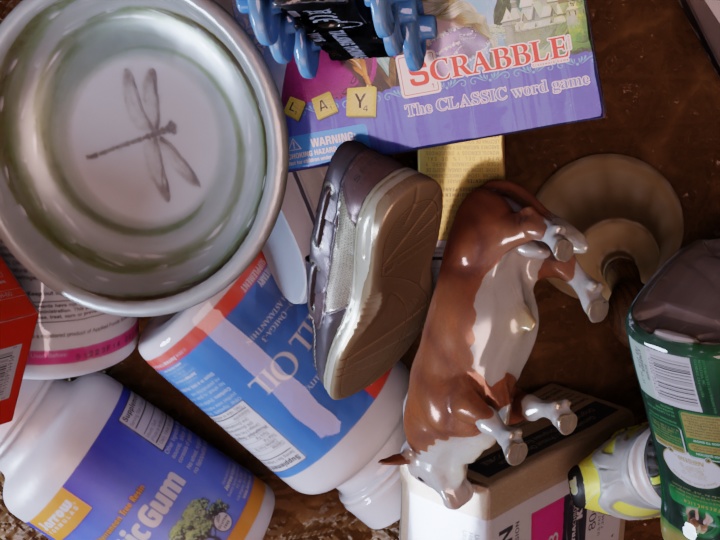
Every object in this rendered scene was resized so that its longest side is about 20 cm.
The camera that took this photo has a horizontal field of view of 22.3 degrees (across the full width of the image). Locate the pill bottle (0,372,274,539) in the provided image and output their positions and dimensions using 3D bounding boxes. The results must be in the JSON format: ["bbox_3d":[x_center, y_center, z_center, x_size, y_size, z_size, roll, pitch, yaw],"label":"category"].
[{"bbox_3d":[-0.167,0.139,1.217,0.200,0.112,0.112,35,107,-12],"label":"pill bottle"}]

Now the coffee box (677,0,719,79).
[{"bbox_3d":[0.211,-0.206,1.086,0.080,0.113,0.200,-28,106,11],"label":"coffee box"}]

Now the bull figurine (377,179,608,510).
[{"bbox_3d":[0.074,0.049,1.053,0.065,0.121,0.200,4,99,-38],"label":"bull figurine"}]

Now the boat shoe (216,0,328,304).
[{"bbox_3d":[-0.034,-0.084,1.144,0.086,0.075,0.202,-16,76,-26],"label":"boat shoe"}]

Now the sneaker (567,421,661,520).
[{"bbox_3d":[0.199,0.122,1.180,0.076,0.200,0.076,-14,77,29],"label":"sneaker"}]

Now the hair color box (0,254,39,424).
[{"bbox_3d":[-0.275,-0.003,1.118,0.061,0.200,0.102,-14,141,-35],"label":"hair color box"}]

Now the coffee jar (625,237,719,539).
[{"bbox_3d":[0.211,0.088,1.022,0.085,0.104,0.200,15,134,37],"label":"coffee jar"}]

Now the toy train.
[{"bbox_3d":[-0.012,-0.163,0.919,0.087,0.200,0.114,-3,87,9],"label":"toy train"}]

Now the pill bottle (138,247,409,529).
[{"bbox_3d":[-0.037,0.074,1.192,0.200,0.112,0.112,42,105,-14],"label":"pill bottle"}]

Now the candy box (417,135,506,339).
[{"bbox_3d":[0.064,-0.047,1.144,0.056,0.117,0.200,0,110,3],"label":"candy box"}]

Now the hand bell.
[{"bbox_3d":[0.160,0.006,1.116,0.104,0.200,0.104,1,110,1],"label":"hand bell"}]

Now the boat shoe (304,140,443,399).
[{"bbox_3d":[0.000,0.000,1.070,0.072,0.065,0.200,-31,153,-26],"label":"boat shoe"}]

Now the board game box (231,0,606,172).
[{"bbox_3d":[0.025,-0.168,1.031,0.200,0.041,0.200,-10,97,9],"label":"board game box"}]

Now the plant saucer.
[{"bbox_3d":[-0.128,-0.075,1.048,0.200,0.050,0.200,4,102,18],"label":"plant saucer"}]

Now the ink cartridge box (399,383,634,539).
[{"bbox_3d":[0.101,0.195,1.203,0.075,0.165,0.200,18,116,37],"label":"ink cartridge box"}]

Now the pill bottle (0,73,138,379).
[{"bbox_3d":[-0.199,-0.043,1.152,0.113,0.113,0.200,1,110,1],"label":"pill bottle"}]
